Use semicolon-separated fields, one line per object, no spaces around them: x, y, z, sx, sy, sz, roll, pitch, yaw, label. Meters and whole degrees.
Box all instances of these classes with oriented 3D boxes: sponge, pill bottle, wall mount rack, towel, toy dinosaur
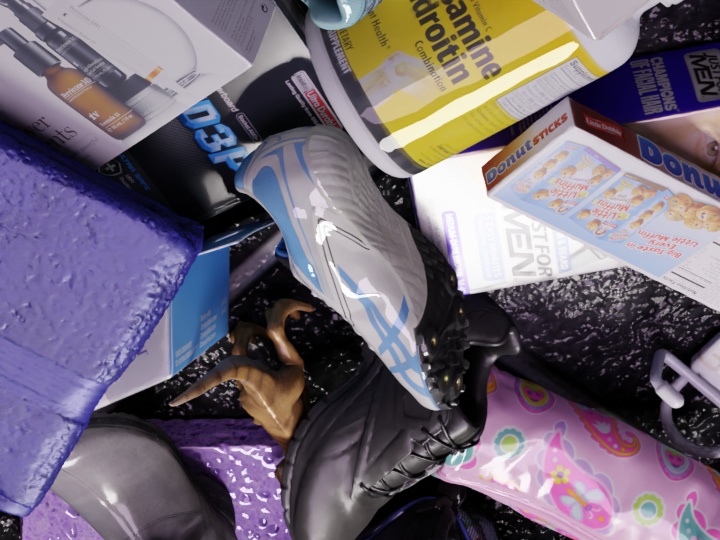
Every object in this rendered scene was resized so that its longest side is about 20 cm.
-0.117;0.143;1.645;0.200;0.030;0.112;0;130;-8;sponge
0.079;-0.140;1.378;0.200;0.112;0.112;-28;127;16;pill bottle
0.281;0.075;1.579;0.174;0.075;0.200;39;115;-8;wall mount rack
-0.192;0.023;1.370;0.148;0.050;0.200;28;111;-20;towel
-0.055;0.069;1.528;0.060;0.106;0.200;-13;149;13;toy dinosaur

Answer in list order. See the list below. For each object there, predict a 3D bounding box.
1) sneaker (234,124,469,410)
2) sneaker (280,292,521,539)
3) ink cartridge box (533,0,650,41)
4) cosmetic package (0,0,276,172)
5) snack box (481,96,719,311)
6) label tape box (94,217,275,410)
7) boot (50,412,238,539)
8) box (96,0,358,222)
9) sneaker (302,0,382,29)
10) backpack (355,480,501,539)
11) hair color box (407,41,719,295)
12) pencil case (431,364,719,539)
0.000;0.000;1.451;0.072;0.072;0.200;-12;125;34;sneaker
0.023;0.094;1.534;0.076;0.091;0.200;14;107;-55;sneaker
0.087;-0.227;1.262;0.125;0.200;0.129;-39;127;-6;ink cartridge box
-0.165;-0.124;1.320;0.151;0.052;0.200;39;136;-22;cosmetic package
0.165;-0.032;1.441;0.200;0.024;0.072;24;133;-34;snack box
-0.133;0.036;1.477;0.200;0.143;0.066;-21;94;12;label tape box
-0.120;0.171;1.535;0.070;0.132;0.200;-30;144;20;boot
-0.110;-0.119;1.418;0.159;0.046;0.200;-24;127;14;box
-0.056;-0.203;1.297;0.200;0.086;0.078;39;141;-9;sneaker
0.041;0.264;1.655;0.200;0.191;0.154;-34;152;22;backpack
0.128;-0.057;1.485;0.200;0.065;0.109;-11;131;1;hair color box
0.139;0.130;1.598;0.200;0.087;0.087;27;124;-5;pencil case
